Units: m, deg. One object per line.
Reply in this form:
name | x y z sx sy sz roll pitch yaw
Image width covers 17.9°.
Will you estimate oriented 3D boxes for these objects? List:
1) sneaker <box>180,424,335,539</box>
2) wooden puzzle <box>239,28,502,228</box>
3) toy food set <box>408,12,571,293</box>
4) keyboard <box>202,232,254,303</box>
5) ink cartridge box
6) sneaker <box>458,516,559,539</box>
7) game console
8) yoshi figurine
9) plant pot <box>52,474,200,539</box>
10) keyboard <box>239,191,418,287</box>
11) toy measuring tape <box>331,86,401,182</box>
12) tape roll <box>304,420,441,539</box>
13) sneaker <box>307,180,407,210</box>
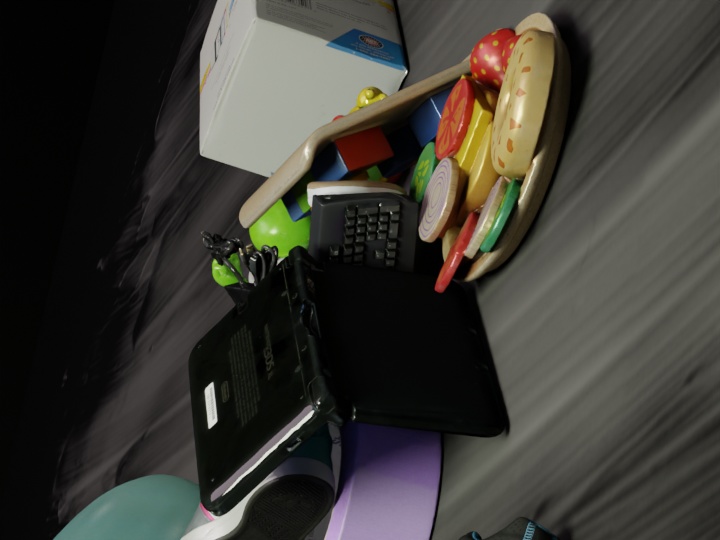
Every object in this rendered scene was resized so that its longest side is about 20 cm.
sneaker | -0.078 0.139 1.629 0.200 0.083 0.122 -45 35 47
wooden puzzle | 0.015 -0.097 1.730 0.199 0.046 0.185 -31 -3 -23
toy food set | 0.090 -0.084 1.579 0.200 0.048 0.199 -111 39 -67
keyboard | -0.079 0.022 1.790 0.021 0.128 0.200 -33 8 -10
ink cartridge box | -0.057 -0.189 2.057 0.201 0.146 0.145 -97 27 -58
sneaker | 0.062 0.204 1.356 0.082 0.073 0.200 -62 14 -26
game console | -0.016 0.081 1.531 0.176 0.116 0.200 -43 25 16
yoshi figurine | -0.065 -0.008 1.994 0.112 0.112 0.200 -55 14 7
plant pot | -0.178 0.271 1.919 0.161 0.200 0.201 -58 2 -39
keyboard | -0.026 0.027 1.641 0.021 0.126 0.201 -103 13 -49
toy measuring tape | -0.001 -0.067 1.869 0.074 0.073 0.201 133 151 -60
tape roll | -0.009 0.180 1.628 0.200 0.065 0.202 -162 90 -76
sneaker | 0.000 0.000 1.684 0.200 0.071 0.113 43 -129 -75
